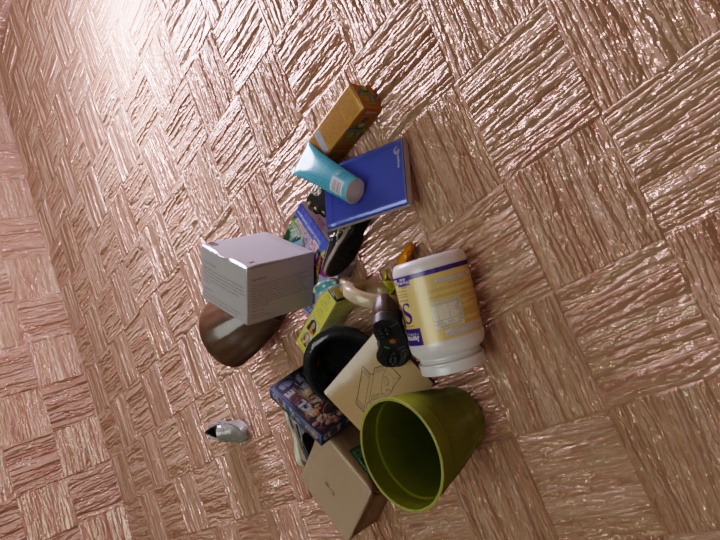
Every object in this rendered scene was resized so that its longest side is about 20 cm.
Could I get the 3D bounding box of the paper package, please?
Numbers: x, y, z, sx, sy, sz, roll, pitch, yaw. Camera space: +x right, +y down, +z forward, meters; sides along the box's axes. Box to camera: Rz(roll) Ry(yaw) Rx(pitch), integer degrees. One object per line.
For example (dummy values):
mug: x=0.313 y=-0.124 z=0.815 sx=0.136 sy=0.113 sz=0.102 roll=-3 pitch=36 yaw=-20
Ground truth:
paper package: x=-0.031 y=0.481 z=1.388 sx=0.199 sy=0.102 sz=0.195 roll=42 pitch=126 yaw=32

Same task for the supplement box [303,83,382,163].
supplement box: x=-0.040 y=-0.298 z=1.251 sx=0.200 sy=0.065 sz=0.070 roll=-46 pitch=67 yaw=42

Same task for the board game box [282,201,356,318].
board game box: x=-0.116 y=-0.019 z=1.409 sx=0.202 sy=0.040 sz=0.202 roll=53 pitch=131 yaw=25

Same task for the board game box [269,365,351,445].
board game box: x=-0.106 y=0.307 z=1.402 sx=0.198 sy=0.134 sz=0.036 roll=31 pitch=135 yaw=36

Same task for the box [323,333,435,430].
box: x=0.038 y=0.245 z=1.246 sx=0.163 sy=0.021 sz=0.201 roll=43 pitch=109 yaw=8

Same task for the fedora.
fedora: x=-0.037 y=0.197 z=1.322 sx=0.092 sy=0.194 sz=0.206 roll=-93 pitch=15 yaw=-64

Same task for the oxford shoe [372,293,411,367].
oxford shoe: x=0.061 y=0.117 z=1.140 sx=0.203 sy=0.070 sz=0.086 roll=82 pitch=-176 yaw=-50

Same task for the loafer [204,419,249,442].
loafer: x=-0.404 y=0.492 z=1.801 sx=0.197 sy=0.069 sz=0.072 roll=-15 pitch=89 yaw=47

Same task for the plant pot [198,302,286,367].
plant pot: x=-0.288 y=0.124 z=1.540 sx=0.197 sy=0.185 sz=0.192 roll=-30 pitch=78 yaw=32

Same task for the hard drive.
hard drive: x=0.011 y=-0.170 z=1.198 sx=0.195 sy=0.025 sz=0.137 roll=-15 pitch=71 yaw=33

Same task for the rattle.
rattle: x=0.000 y=0.000 z=1.221 sx=0.196 sy=0.129 sz=0.147 roll=21 pitch=123 yaw=30

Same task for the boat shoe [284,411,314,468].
boat shoe: x=-0.144 y=0.400 z=1.516 sx=0.063 sy=0.071 sz=0.207 roll=-13 pitch=87 yaw=34

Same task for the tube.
tube: x=-0.072 y=-0.199 z=1.223 sx=0.199 sy=0.050 sz=0.079 roll=36 pitch=94 yaw=39

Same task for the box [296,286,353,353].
box: x=-0.077 y=0.110 z=1.376 sx=0.050 sy=0.074 sz=0.203 roll=50 pitch=131 yaw=27

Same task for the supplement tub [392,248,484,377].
supplement tub: x=0.145 y=0.076 z=1.084 sx=0.143 sy=0.143 sz=0.207 roll=-16 pitch=87 yaw=46

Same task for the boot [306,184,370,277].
boot: x=-0.060 y=-0.107 z=1.295 sx=0.150 sy=0.072 sz=0.205 roll=36 pitch=109 yaw=36

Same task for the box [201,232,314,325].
box: x=-0.237 y=0.011 z=1.370 sx=0.196 sy=0.196 sz=0.135 roll=22 pitch=116 yaw=41

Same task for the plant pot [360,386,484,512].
plant pot: x=0.132 y=0.310 z=1.116 sx=0.197 sy=0.190 sz=0.208 roll=12 pitch=108 yaw=42
